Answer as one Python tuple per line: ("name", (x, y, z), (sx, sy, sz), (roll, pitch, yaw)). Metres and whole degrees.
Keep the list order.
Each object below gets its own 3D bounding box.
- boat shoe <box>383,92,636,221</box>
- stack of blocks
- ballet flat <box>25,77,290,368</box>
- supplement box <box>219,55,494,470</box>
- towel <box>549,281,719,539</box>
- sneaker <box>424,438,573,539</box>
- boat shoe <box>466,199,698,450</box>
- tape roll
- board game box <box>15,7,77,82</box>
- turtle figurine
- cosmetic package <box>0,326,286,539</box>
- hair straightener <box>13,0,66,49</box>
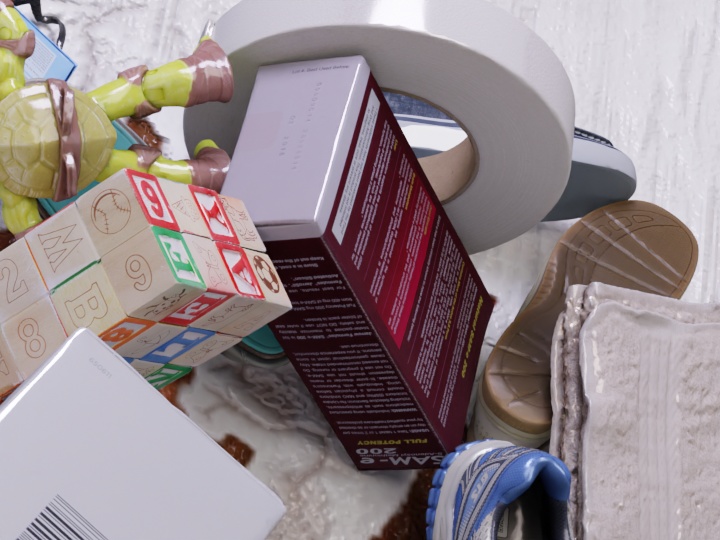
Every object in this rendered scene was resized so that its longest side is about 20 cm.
("boat shoe", (0.058, -0.088, 1.497), (0.200, 0.071, 0.091), (8, 59, -19))
("stack of blocks", (-0.145, 0.036, 1.226), (0.059, 0.200, 0.115), (64, 18, 16))
("ballet flat", (-0.111, -0.019, 1.363), (0.200, 0.064, 0.067), (41, 75, -15))
("supplement box", (0.000, 0.000, 1.351), (0.200, 0.061, 0.109), (60, 35, -43))
("towel", (0.151, 0.110, 1.411), (0.132, 0.034, 0.201), (9, 79, -43))
("sneaker", (0.073, 0.180, 1.325), (0.077, 0.085, 0.201), (3, 80, -29))
("boat shoe", (0.117, 0.034, 1.473), (0.072, 0.065, 0.200), (35, 48, 7))
("tape roll", (0.009, -0.075, 1.383), (0.202, 0.203, 0.037), (21, 54, -19))
("board game box", (-0.240, -0.074, 1.302), (0.151, 0.037, 0.200), (44, 53, -24))
("turtle figurine", (-0.140, -0.073, 1.281), (0.161, 0.064, 0.201), (-8, 91, -25))
("cosmetic package", (-0.165, 0.162, 1.137), (0.123, 0.200, 0.199), (41, 50, 0))
("hair straightener", (-0.228, -0.101, 1.372), (0.200, 0.041, 0.077), (-17, 90, -42))
